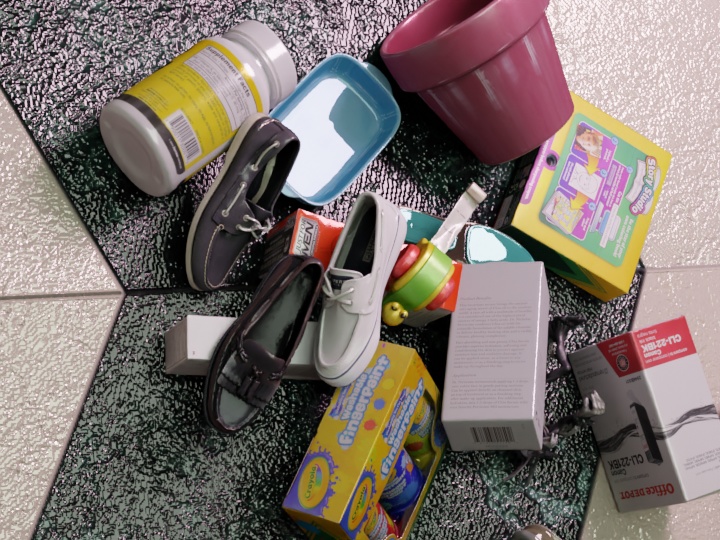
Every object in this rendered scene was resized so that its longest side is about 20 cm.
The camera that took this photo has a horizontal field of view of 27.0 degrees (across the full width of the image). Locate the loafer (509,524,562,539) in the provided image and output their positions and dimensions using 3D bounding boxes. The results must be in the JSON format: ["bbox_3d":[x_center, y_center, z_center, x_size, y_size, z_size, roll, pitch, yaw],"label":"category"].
[{"bbox_3d":[0.249,0.345,1.688,0.200,0.075,0.070,42,52,-14],"label":"loafer"}]

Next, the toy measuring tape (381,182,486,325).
[{"bbox_3d":[0.086,-0.021,1.588,0.074,0.074,0.200,41,67,-9],"label":"toy measuring tape"}]

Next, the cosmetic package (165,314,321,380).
[{"bbox_3d":[-0.099,0.082,1.586,0.199,0.082,0.051,4,76,-24],"label":"cosmetic package"}]

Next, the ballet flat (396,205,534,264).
[{"bbox_3d":[0.105,-0.024,1.713,0.199,0.067,0.068,22,64,-19],"label":"ballet flat"}]

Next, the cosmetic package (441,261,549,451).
[{"bbox_3d":[0.149,0.092,1.629,0.101,0.071,0.201,-2,55,15],"label":"cosmetic package"}]

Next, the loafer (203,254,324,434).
[{"bbox_3d":[-0.096,0.070,1.507,0.072,0.063,0.201,31,73,-17],"label":"loafer"}]

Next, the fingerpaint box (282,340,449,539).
[{"bbox_3d":[0.016,0.199,1.561,0.201,0.073,0.167,-64,149,-24],"label":"fingerpaint box"}]

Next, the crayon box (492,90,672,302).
[{"bbox_3d":[0.269,-0.091,1.810,0.172,0.058,0.201,30,67,-16],"label":"crayon box"}]

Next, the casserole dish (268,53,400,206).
[{"bbox_3d":[-0.040,-0.156,1.699,0.121,0.039,0.200,45,63,-7],"label":"casserole dish"}]

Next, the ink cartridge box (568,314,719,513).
[{"bbox_3d":[0.335,0.169,1.723,0.083,0.144,0.201,-15,83,-25],"label":"ink cartridge box"}]

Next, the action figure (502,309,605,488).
[{"bbox_3d":[0.206,0.141,1.698,0.118,0.102,0.201,19,68,-31],"label":"action figure"}]

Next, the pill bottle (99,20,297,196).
[{"bbox_3d":[-0.170,-0.177,1.604,0.200,0.114,0.115,-39,94,-28],"label":"pill bottle"}]

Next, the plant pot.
[{"bbox_3d":[0.149,-0.230,1.730,0.200,0.200,0.180,-43,112,-27],"label":"plant pot"}]

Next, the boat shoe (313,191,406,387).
[{"bbox_3d":[-0.012,0.016,1.533,0.065,0.073,0.201,36,63,-55],"label":"boat shoe"}]

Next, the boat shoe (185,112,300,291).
[{"bbox_3d":[-0.123,-0.065,1.584,0.073,0.062,0.201,18,96,-59],"label":"boat shoe"}]

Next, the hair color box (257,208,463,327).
[{"bbox_3d":[0.000,0.000,1.641,0.199,0.101,0.062,18,72,-20],"label":"hair color box"}]
